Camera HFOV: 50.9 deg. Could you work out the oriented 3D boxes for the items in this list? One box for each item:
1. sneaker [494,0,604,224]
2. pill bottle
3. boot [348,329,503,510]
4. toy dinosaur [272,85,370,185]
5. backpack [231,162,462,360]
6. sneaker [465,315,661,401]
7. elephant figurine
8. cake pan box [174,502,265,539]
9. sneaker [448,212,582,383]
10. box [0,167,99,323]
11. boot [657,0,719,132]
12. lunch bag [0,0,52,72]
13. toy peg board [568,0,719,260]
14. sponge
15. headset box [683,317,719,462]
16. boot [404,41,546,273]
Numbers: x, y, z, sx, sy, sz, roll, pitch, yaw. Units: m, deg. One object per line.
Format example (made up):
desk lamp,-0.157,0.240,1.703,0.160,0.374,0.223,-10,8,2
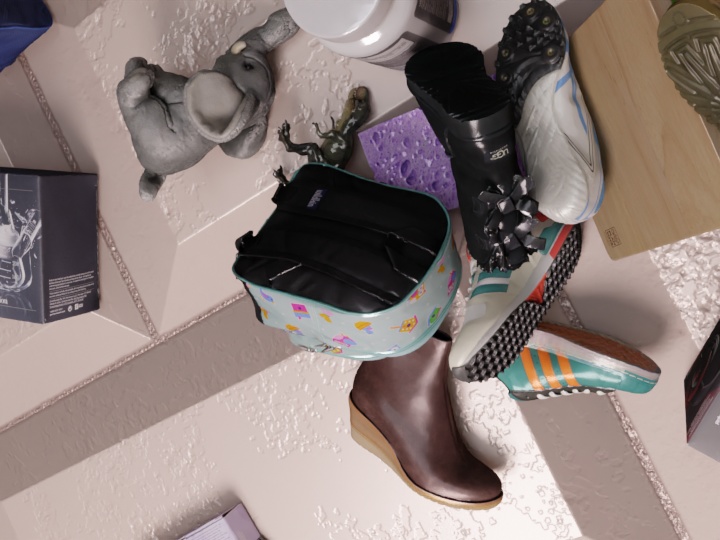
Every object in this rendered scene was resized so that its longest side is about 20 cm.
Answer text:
sneaker,0.171,-0.140,0.680,0.072,0.072,0.201,-12,89,32
pill bottle,0.013,-0.254,0.710,0.113,0.200,0.115,4,99,22
boot,0.076,0.149,0.808,0.199,0.072,0.167,24,117,25
toy dinosaur,-0.053,-0.116,0.847,0.088,0.047,0.201,23,110,11
backpack,0.000,0.000,0.751,0.199,0.176,0.154,10,142,33
sneaker,0.195,0.098,0.764,0.199,0.071,0.080,15,105,28
elephant figurine,-0.156,-0.186,0.841,0.199,0.142,0.156,-5,126,8
cake pan box,-0.183,0.423,0.983,0.200,0.052,0.185,-36,86,24
sneaker,0.131,0.018,0.737,0.093,0.070,0.200,27,67,34
box,-0.453,-0.040,0.986,0.199,0.104,0.183,6,99,22
boot,0.318,-0.180,0.547,0.175,0.066,0.200,45,71,-17
lunch bag,-0.503,-0.312,0.921,0.132,0.200,0.136,-30,91,27
toy peg board,0.265,-0.131,0.654,0.097,0.199,0.201,-20,85,-11
sponge,0.102,-0.124,0.771,0.199,0.030,0.112,-18,93,33
headset box,0.337,0.076,0.626,0.075,0.200,0.149,28,109,16
boot,0.104,-0.105,0.697,0.073,0.199,0.163,-20,126,0
